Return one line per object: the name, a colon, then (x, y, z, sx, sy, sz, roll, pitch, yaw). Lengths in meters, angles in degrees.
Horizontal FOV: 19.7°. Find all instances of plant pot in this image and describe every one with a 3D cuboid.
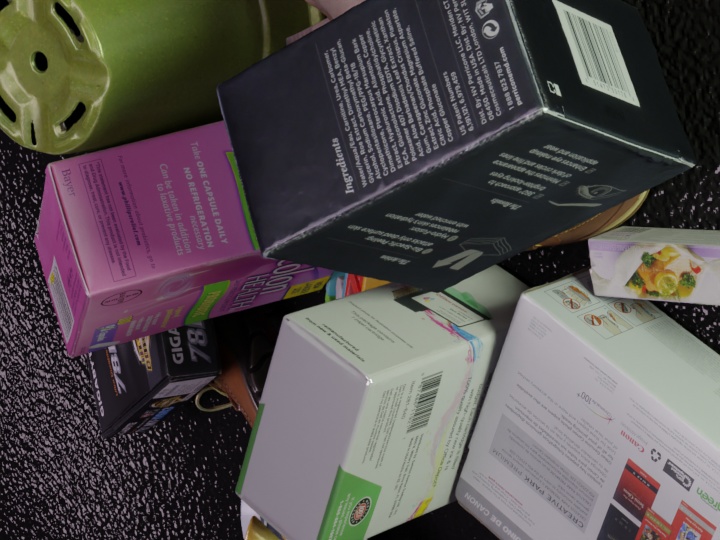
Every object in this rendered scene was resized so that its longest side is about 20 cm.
plant pot: (-0.159, -0.158, 1.403, 0.199, 0.190, 0.201, 14, 116, 32)

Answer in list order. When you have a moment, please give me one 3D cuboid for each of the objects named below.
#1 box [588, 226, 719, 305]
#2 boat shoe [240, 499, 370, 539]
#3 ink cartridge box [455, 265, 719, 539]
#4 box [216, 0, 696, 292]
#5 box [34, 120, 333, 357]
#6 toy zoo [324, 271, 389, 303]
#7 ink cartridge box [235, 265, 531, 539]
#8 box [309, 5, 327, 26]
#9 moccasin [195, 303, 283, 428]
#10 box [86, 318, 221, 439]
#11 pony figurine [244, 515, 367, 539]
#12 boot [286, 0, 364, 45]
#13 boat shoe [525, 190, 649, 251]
box: (0.226, -0.001, 1.255, 0.199, 0.041, 0.039, 4, 108, 45)
boat shoe: (-0.035, 0.234, 1.597, 0.090, 0.071, 0.201, 3, 132, 12)
ink cartridge box: (0.173, 0.127, 1.326, 0.200, 0.084, 0.176, 40, 130, 30)
box: (0.058, -0.085, 1.223, 0.199, 0.196, 0.118, -27, 70, 27)
box: (-0.116, -0.028, 1.441, 0.176, 0.199, 0.097, 128, 125, -70)
toy zoo: (0.000, 0.000, 1.456, 0.131, 0.020, 0.201, -106, 22, -59)
ink cartridge box: (0.028, 0.087, 1.371, 0.084, 0.200, 0.145, 36, 124, 31)
box: (0.004, -0.228, 1.405, 0.193, 0.047, 0.201, -14, 93, 46)
moccasin: (-0.093, 0.067, 1.592, 0.202, 0.073, 0.078, 54, 138, 19)
box: (-0.176, 0.013, 1.618, 0.198, 0.049, 0.201, -35, 64, 61)
pony figurine: (-0.002, 0.278, 1.505, 0.199, 0.167, 0.194, 16, 105, 3)
boot: (0.005, -0.205, 1.339, 0.146, 0.070, 0.201, -14, 89, 39)
boat shoe: (0.104, -0.043, 1.349, 0.200, 0.067, 0.072, -17, 92, 48)
